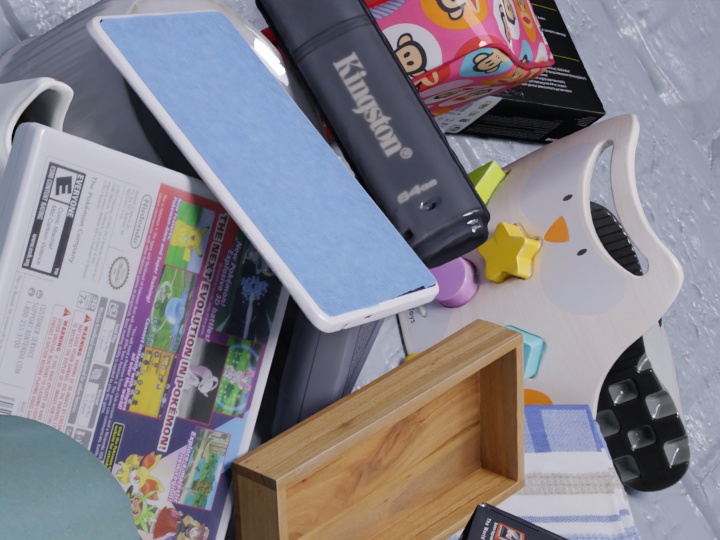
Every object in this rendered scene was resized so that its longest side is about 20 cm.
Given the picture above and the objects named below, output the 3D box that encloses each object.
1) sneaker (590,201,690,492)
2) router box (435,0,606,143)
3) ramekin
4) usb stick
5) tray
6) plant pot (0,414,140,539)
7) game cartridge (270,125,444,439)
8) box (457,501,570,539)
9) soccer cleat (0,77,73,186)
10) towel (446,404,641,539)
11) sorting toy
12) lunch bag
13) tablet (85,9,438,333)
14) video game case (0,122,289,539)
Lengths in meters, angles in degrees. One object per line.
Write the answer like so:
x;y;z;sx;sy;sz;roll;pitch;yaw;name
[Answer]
0.166;0.041;1.597;0.089;0.074;0.200;-69;143;-67;sneaker
0.073;-0.167;1.673;0.200;0.051;0.149;3;59;-51;router box
-0.105;-0.059;1.306;0.200;0.105;0.200;32;41;-33;ramekin
0.005;-0.090;1.325;0.200;0.055;0.033;61;-11;23;usb stick
0.013;0.109;1.295;0.200;0.037;0.099;-29;126;-43;tray
-0.191;0.143;0.964;0.201;0.200;0.196;62;26;7;plant pot
0.000;0.000;1.376;0.041;0.133;0.200;22;37;3;game cartridge
0.101;0.219;1.169;0.161;0.049;0.200;26;37;0;box
-0.159;0.001;1.190;0.069;0.085;0.200;5;70;-51;soccer cleat
0.089;0.151;1.370;0.147;0.024;0.200;1;41;-13;towel
0.114;-0.005;1.478;0.107;0.180;0.200;19;49;-44;sorting toy
0.016;-0.125;1.464;0.200;0.176;0.082;-6;75;-76;lunch bag
-0.049;-0.055;1.231;0.200;0.014;0.130;51;26;13;tablet
-0.119;0.047;1.178;0.182;0.023;0.200;19;85;-44;video game case
